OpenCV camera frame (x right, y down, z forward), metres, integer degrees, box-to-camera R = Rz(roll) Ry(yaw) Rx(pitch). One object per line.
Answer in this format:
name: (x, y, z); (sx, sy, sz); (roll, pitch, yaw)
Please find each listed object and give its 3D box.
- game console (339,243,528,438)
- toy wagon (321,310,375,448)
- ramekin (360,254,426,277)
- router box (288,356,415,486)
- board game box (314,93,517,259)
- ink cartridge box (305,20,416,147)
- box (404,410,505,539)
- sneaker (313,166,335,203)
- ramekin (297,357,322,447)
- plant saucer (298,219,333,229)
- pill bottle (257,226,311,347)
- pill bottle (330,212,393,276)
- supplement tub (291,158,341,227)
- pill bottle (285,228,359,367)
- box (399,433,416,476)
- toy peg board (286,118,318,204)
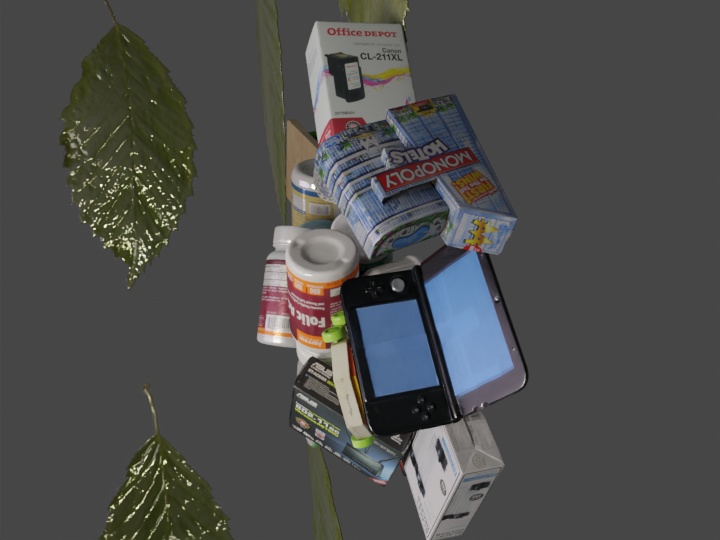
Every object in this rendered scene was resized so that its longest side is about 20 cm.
game console: (0.075, 0.070, 0.687); (0.120, 0.166, 0.206); (106, 154, -61)
toy wagon: (-0.005, 0.136, 0.804); (0.200, 0.038, 0.161); (-61, -43, -75)
ramekin: (0.055, 0.082, 0.893); (0.202, 0.091, 0.211); (174, 90, -75)
router box: (-0.017, 0.241, 0.915); (0.063, 0.196, 0.152); (-54, -13, -37)
board game box: (0.075, -0.097, 0.660); (0.203, 0.195, 0.063); (58, 153, 28)
ink cartridge box: (0.003, -0.258, 0.868); (0.083, 0.140, 0.208); (138, 125, -68)
box: (0.119, 0.265, 0.786); (0.204, 0.058, 0.119); (100, 158, -45)
sneaker: (-0.002, -0.125, 0.934); (0.199, 0.086, 0.076); (40, 107, 32)
ramekin: (-0.069, 0.260, 1.186); (0.199, 0.094, 0.208); (174, 90, -75)
plant saucer: (-0.071, 0.003, 1.144); (0.039, 0.194, 0.208); (-58, -26, -60)
pill bottle: (-0.120, 0.031, 1.046); (0.114, 0.110, 0.208); (169, 109, -74)
pill bottle: (0.000, 0.000, 1.015); (0.203, 0.109, 0.116); (93, 163, -52)
supplement tub: (-0.073, -0.111, 1.194); (0.145, 0.139, 0.207); (-122, 31, -57)
pill bottle: (-0.058, 0.051, 0.901); (0.115, 0.110, 0.205); (-116, 21, -50)
box: (0.067, 0.233, 1.009); (0.203, 0.033, 0.113); (-112, 22, -45)
toy peg board: (-0.090, -0.223, 1.358); (0.200, 0.095, 0.205); (48, 143, 40)
